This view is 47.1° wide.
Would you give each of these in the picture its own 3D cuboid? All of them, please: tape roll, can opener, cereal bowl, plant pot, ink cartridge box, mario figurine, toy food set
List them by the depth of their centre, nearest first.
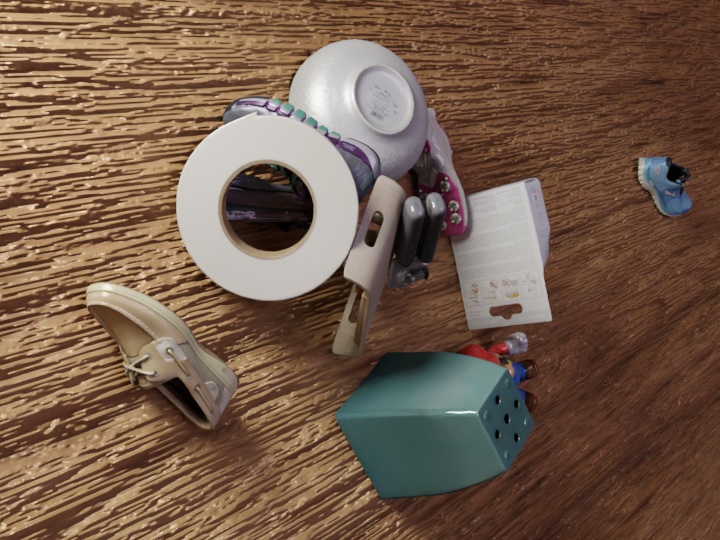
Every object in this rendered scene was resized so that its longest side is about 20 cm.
[{"bbox_3d":[-0.100,-0.069,0.904,0.037,0.201,0.204,-95,162,-78],"label":"tape roll"},{"bbox_3d":[0.000,0.000,1.004,0.060,0.201,0.145,17,59,5],"label":"toy food set"},{"bbox_3d":[0.063,-0.041,1.034,0.053,0.201,0.067,-11,61,-11],"label":"can opener"},{"bbox_3d":[0.104,0.192,1.044,0.141,0.199,0.142,-44,114,-42],"label":"plant pot"},{"bbox_3d":[0.011,-0.212,1.084,0.198,0.083,0.202,7,77,-30],"label":"cereal bowl"},{"bbox_3d":[0.212,-0.022,1.234,0.057,0.162,0.202,-18,95,-42],"label":"ink cartridge box"},{"bbox_3d":[0.220,0.162,1.239,0.199,0.106,0.124,21,32,-50],"label":"mario figurine"}]

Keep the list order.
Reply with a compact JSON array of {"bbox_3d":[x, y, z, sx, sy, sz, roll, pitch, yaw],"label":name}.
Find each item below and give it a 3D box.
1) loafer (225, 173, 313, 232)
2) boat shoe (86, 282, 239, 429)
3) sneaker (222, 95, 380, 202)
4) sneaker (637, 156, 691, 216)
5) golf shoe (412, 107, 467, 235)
[{"bbox_3d":[-0.102,-0.074,0.992,0.199,0.072,0.064,10,93,-39],"label":"loafer"},{"bbox_3d":[-0.204,0.089,0.837,0.200,0.072,0.065,50,49,-35],"label":"boat shoe"},{"bbox_3d":[-0.078,-0.132,0.951,0.198,0.075,0.088,22,53,5],"label":"sneaker"},{"bbox_3d":[0.691,-0.185,1.830,0.199,0.089,0.079,33,59,-39],"label":"sneaker"},{"bbox_3d":[0.118,-0.151,1.229,0.091,0.075,0.201,-42,113,-47],"label":"golf shoe"}]
